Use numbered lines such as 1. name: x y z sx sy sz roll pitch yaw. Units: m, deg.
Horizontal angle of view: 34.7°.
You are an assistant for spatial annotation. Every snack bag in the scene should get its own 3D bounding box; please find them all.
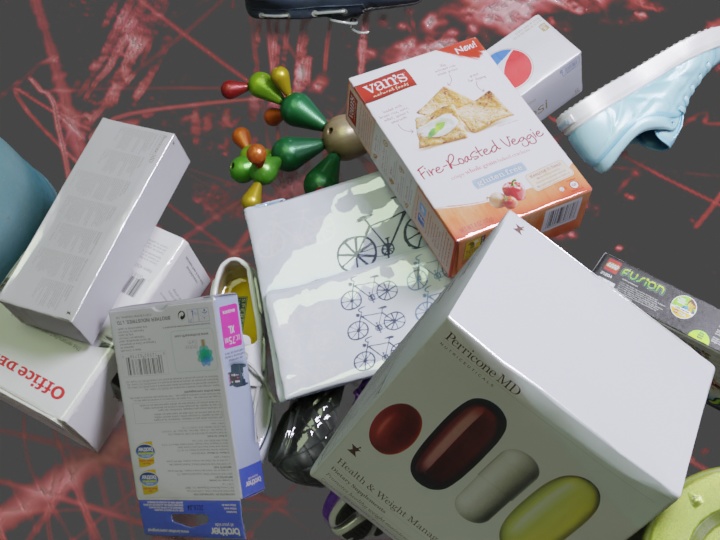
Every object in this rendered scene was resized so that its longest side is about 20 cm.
1. snack bag: 0.000 0.000 1.007 0.187 0.021 0.201 -16 63 7

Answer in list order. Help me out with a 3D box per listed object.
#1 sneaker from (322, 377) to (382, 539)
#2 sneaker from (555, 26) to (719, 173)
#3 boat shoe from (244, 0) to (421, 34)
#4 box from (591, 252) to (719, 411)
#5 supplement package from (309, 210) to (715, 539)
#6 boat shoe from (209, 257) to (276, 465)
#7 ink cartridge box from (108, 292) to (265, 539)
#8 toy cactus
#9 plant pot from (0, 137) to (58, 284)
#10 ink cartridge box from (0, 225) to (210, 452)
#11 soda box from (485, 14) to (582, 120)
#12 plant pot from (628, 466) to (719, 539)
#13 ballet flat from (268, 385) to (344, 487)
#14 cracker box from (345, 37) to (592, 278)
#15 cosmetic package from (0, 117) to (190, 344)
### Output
1. sneaker: 0.021 0.138 0.984 0.083 0.081 0.200 11 54 33
2. sneaker: 0.280 -0.156 1.088 0.199 0.074 0.082 -31 90 -11
3. boat shoe: -0.026 -0.291 1.217 0.199 0.062 0.075 -2 45 1
4. box: 0.277 0.067 0.934 0.199 0.110 0.035 29 71 24
5. supplement package: 0.108 0.110 0.829 0.191 0.200 0.147 37 39 1
6. boat shoe: -0.113 0.078 1.025 0.074 0.086 0.203 -2 62 11
7. ink cartridge box: -0.146 0.124 0.980 0.119 0.042 0.201 -7 90 32
8. toy cactus: -0.052 -0.129 1.130 0.164 0.103 0.201 -16 51 -8
9. plant pot: -0.418 -0.073 1.115 0.199 0.188 0.201 -5 61 10
10. ink cartridge box: -0.258 0.045 1.076 0.146 0.083 0.201 23 69 23
11. soda box: 0.118 -0.157 1.115 0.200 0.064 0.068 -36 61 -9
12. plant pot: 0.260 0.227 0.803 0.199 0.193 0.201 -5 61 9
13. ballet flat: -0.023 0.096 1.024 0.057 0.066 0.201 29 69 -15
14. cracker box: 0.089 -0.104 1.005 0.133 0.058 0.200 -21 58 -18
15. cosmetic package: -0.236 -0.038 1.039 0.082 0.051 0.201 14 65 23
